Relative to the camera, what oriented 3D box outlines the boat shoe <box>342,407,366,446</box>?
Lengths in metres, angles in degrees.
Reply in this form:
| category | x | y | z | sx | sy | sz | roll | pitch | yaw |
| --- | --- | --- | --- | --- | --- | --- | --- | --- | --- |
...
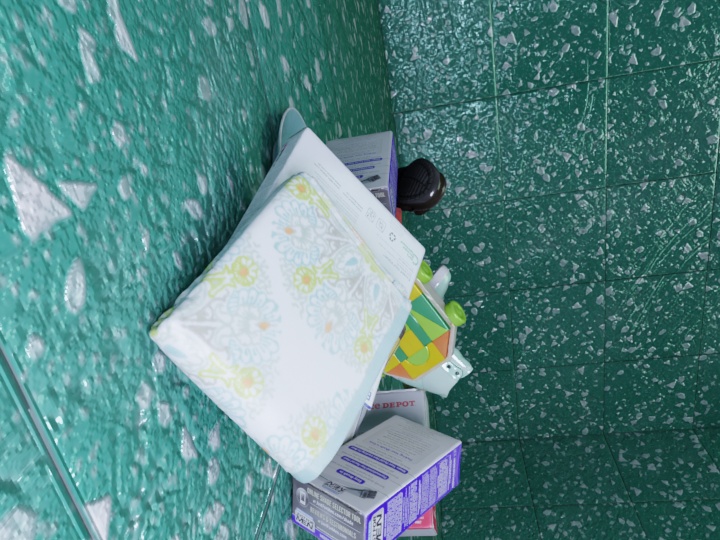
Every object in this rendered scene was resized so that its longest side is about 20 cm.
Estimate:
| category | x | y | z | sx | sy | sz | roll | pitch | yaw |
| --- | --- | --- | --- | --- | --- | --- | --- | --- | --- |
| boat shoe | -0.037 | 0.169 | 0.729 | 0.204 | 0.073 | 0.087 | -70 | 151 | -48 |

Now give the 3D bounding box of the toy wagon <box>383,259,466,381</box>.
| category | x | y | z | sx | sy | sz | roll | pitch | yaw |
| --- | --- | --- | --- | --- | --- | --- | --- | --- | --- |
| toy wagon | 0.036 | 0.050 | 0.719 | 0.201 | 0.155 | 0.040 | 51 | 28 | -2 |

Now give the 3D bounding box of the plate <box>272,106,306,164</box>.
| category | x | y | z | sx | sy | sz | roll | pitch | yaw |
| --- | --- | --- | --- | --- | --- | --- | --- | --- | --- |
| plate | -0.085 | -0.114 | 0.733 | 0.200 | 0.025 | 0.205 | -7 | 90 | -81 |

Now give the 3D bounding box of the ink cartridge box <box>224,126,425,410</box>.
| category | x | y | z | sx | sy | sz | roll | pitch | yaw |
| --- | --- | --- | --- | --- | --- | --- | --- | --- | --- |
| ink cartridge box | -0.032 | -0.001 | 0.535 | 0.196 | 0.043 | 0.202 | 43 | 55 | -28 |

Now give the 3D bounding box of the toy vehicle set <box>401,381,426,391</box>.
| category | x | y | z | sx | sy | sz | roll | pitch | yaw |
| --- | --- | --- | --- | --- | --- | --- | --- | --- | --- |
| toy vehicle set | 0.087 | 0.114 | 0.995 | 0.125 | 0.026 | 0.202 | 114 | -35 | -42 |

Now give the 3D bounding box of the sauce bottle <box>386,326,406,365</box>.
| category | x | y | z | sx | sy | sz | roll | pitch | yaw |
| --- | --- | --- | --- | --- | --- | --- | --- | --- | --- |
| sauce bottle | -0.018 | 0.133 | 0.640 | 0.201 | 0.064 | 0.065 | -54 | 148 | -27 |

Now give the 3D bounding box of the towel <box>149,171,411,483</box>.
| category | x | y | z | sx | sy | sz | roll | pitch | yaw |
| --- | --- | --- | --- | --- | --- | --- | --- | --- | --- |
| towel | -0.049 | 0.038 | 0.450 | 0.172 | 0.048 | 0.201 | 49 | 50 | -20 |

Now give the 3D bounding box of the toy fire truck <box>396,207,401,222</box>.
| category | x | y | z | sx | sy | sz | roll | pitch | yaw |
| --- | --- | --- | --- | --- | --- | --- | --- | --- | --- |
| toy fire truck | 0.000 | 0.000 | 0.825 | 0.140 | 0.048 | 0.205 | -1 | 98 | -53 |

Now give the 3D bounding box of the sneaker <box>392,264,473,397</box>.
| category | x | y | z | sx | sy | sz | roll | pitch | yaw |
| --- | --- | --- | --- | --- | --- | --- | --- | --- | --- |
| sneaker | 0.131 | 0.098 | 0.842 | 0.074 | 0.116 | 0.204 | -36 | 146 | -66 |

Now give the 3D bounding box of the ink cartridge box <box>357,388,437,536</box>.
| category | x | y | z | sx | sy | sz | roll | pitch | yaw |
| --- | --- | --- | --- | --- | --- | --- | --- | --- | --- |
| ink cartridge box | 0.041 | 0.301 | 0.852 | 0.084 | 0.142 | 0.203 | 66 | 20 | -56 |

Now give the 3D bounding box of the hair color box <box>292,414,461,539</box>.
| category | x | y | z | sx | sy | sz | roll | pitch | yaw |
| --- | --- | --- | --- | --- | --- | --- | --- | --- | --- |
| hair color box | 0.025 | 0.248 | 0.645 | 0.198 | 0.108 | 0.066 | -9 | 106 | -50 |

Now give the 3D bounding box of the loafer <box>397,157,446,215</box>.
| category | x | y | z | sx | sy | sz | roll | pitch | yaw |
| --- | --- | --- | --- | --- | --- | --- | --- | --- | --- |
| loafer | 0.091 | -0.125 | 0.847 | 0.074 | 0.071 | 0.200 | -61 | -163 | 2 |

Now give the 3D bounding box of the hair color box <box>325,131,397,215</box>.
| category | x | y | z | sx | sy | sz | roll | pitch | yaw |
| --- | --- | --- | --- | --- | --- | --- | --- | --- | --- |
| hair color box | -0.005 | -0.128 | 0.777 | 0.201 | 0.107 | 0.066 | -81 | 161 | -57 |
